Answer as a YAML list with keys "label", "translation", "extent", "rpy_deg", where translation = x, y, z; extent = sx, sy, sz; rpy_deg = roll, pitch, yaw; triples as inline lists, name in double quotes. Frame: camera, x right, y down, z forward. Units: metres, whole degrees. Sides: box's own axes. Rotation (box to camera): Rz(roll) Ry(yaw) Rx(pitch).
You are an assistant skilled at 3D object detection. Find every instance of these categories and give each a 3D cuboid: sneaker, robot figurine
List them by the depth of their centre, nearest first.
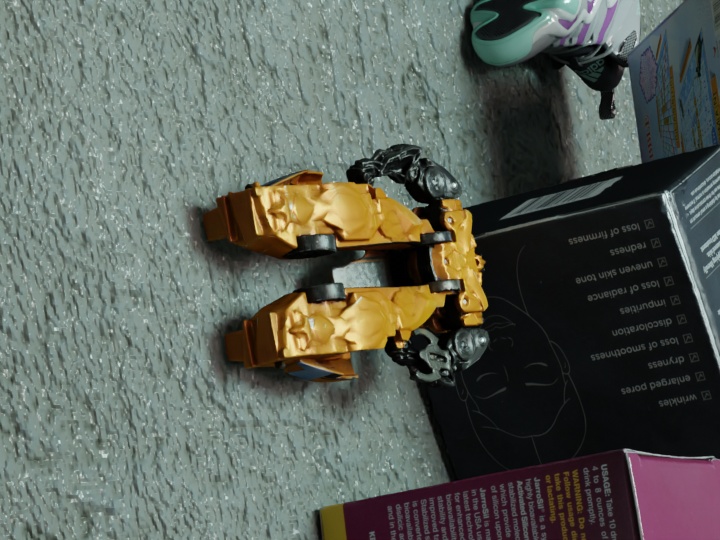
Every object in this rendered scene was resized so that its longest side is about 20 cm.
- label: "robot figurine"
  translation: [0.000, 0.000, 1.503]
  extent: [0.200, 0.058, 0.145]
  rpy_deg: [-2, 80, -52]
- label: "sneaker"
  translation: [0.151, -0.160, 1.848]
  extent: [0.200, 0.078, 0.140]
  rpy_deg: [-48, 132, -41]

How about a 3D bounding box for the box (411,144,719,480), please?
- label: "box"
  translation: [0.149, 0.048, 1.626]
  extent: [0.124, 0.200, 0.197]
  rpy_deg: [-33, 107, -59]

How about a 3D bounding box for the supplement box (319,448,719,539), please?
- label: "supplement box"
  translation: [0.097, 0.168, 1.484]
  extent: [0.131, 0.200, 0.103]
  rpy_deg: [11, 68, -58]

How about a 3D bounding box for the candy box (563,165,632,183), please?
- label: "candy box"
  translation: [0.201, 0.045, 1.863]
  extent: [0.200, 0.061, 0.136]
  rpy_deg: [55, 35, -35]

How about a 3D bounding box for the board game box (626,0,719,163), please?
- label: "board game box"
  translation: [0.237, -0.079, 1.745]
  extent: [0.200, 0.041, 0.200]
  rpy_deg: [137, -51, -73]
